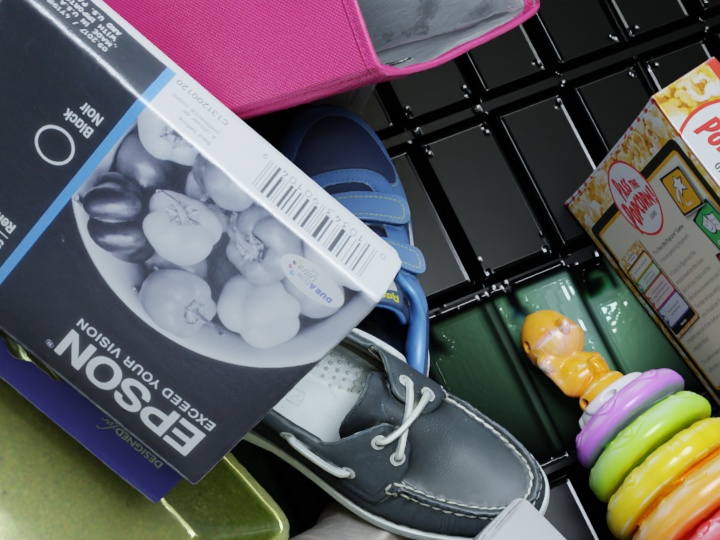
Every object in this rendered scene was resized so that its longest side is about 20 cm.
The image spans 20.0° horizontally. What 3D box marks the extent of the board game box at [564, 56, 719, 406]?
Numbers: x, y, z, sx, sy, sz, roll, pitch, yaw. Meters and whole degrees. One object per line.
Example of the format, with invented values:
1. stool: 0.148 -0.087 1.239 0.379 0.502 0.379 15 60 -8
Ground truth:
1. board game box: 0.203 0.007 1.070 0.046 0.152 0.200 -33 81 -20

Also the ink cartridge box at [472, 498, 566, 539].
1. ink cartridge box: 0.050 0.228 0.934 0.148 0.086 0.200 44 109 6

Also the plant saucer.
1. plant saucer: -0.167 0.116 0.954 0.200 0.048 0.200 48 60 -1

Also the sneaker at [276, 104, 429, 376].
1. sneaker: 0.000 0.000 1.065 0.074 0.082 0.200 -5 71 -12

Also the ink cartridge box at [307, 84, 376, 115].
1. ink cartridge box: -0.082 -0.167 1.113 0.200 0.067 0.116 11 70 -9

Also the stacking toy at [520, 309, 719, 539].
1. stacking toy: 0.152 0.095 1.067 0.110 0.116 0.200 -30 66 -24

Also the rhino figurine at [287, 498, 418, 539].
1. rhino figurine: -0.003 0.143 1.010 0.200 0.087 0.060 -40 84 -22

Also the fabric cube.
1. fabric cube: -0.065 -0.169 0.928 0.196 0.199 0.200 -32 105 -62

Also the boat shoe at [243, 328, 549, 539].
1. boat shoe: -0.003 0.069 0.965 0.200 0.060 0.076 21 65 6

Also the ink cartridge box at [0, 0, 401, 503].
1. ink cartridge box: -0.117 -0.002 0.880 0.198 0.200 0.043 40 35 -6
